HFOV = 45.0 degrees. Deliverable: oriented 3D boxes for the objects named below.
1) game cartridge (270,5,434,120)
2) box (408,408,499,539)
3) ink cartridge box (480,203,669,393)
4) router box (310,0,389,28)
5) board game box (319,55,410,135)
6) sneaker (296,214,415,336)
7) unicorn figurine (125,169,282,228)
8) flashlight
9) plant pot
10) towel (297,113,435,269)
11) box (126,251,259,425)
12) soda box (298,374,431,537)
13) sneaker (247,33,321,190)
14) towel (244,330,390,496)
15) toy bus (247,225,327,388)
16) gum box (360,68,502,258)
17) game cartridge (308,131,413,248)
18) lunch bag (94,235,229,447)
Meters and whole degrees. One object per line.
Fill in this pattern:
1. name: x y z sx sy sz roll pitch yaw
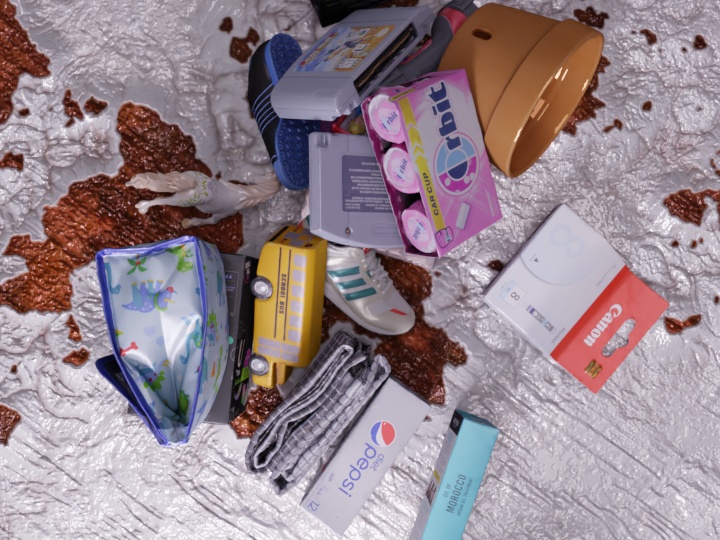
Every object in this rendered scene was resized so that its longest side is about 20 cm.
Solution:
1. game cartridge: -0.015 -0.254 1.050 0.133 0.042 0.200 15 54 39
2. box: 0.114 0.281 1.097 0.049 0.082 0.201 20 89 -1
3. ink cartridge box: 0.281 0.038 1.123 0.200 0.047 0.160 41 88 3
4. router box: 0.031 -0.381 1.082 0.199 0.149 0.051 -22 89 -2
5. board game box: 0.013 -0.194 1.101 0.157 0.039 0.201 -11 87 -1
6. sneaker: 0.000 0.000 1.087 0.200 0.070 0.093 37 122 -5
7. unicorn figurine: -0.187 -0.097 1.090 0.137 0.200 0.074 -11 94 26
8. flashlight: 0.077 -0.268 1.086 0.200 0.068 0.068 -41 91 -25
9. plant pot: 0.185 -0.235 1.070 0.140 0.200 0.200 36 88 18
10. towel: 0.031 -0.122 1.133 0.190 0.032 0.201 16 88 1
11. box: -0.198 0.075 1.066 0.124 0.149 0.201 5 88 1
12. soda box: 0.007 0.233 1.106 0.068 0.063 0.200 35 88 2
13. sneaker: -0.101 -0.195 1.110 0.070 0.078 0.201 -2 83 -34
14. towel: -0.052 0.165 1.058 0.086 0.166 0.200 40 88 4
15. toy bus: -0.089 0.049 1.067 0.078 0.065 0.201 11 115 13
16. gum box: 0.085 -0.131 1.018 0.113 0.066 0.201 -30 113 -31
17. game cartridge: 0.025 -0.094 1.049 0.199 0.041 0.134 -1 88 -34
18. lunch bag: -0.197 0.072 0.906 0.127 0.170 0.201 -11 90 -1
